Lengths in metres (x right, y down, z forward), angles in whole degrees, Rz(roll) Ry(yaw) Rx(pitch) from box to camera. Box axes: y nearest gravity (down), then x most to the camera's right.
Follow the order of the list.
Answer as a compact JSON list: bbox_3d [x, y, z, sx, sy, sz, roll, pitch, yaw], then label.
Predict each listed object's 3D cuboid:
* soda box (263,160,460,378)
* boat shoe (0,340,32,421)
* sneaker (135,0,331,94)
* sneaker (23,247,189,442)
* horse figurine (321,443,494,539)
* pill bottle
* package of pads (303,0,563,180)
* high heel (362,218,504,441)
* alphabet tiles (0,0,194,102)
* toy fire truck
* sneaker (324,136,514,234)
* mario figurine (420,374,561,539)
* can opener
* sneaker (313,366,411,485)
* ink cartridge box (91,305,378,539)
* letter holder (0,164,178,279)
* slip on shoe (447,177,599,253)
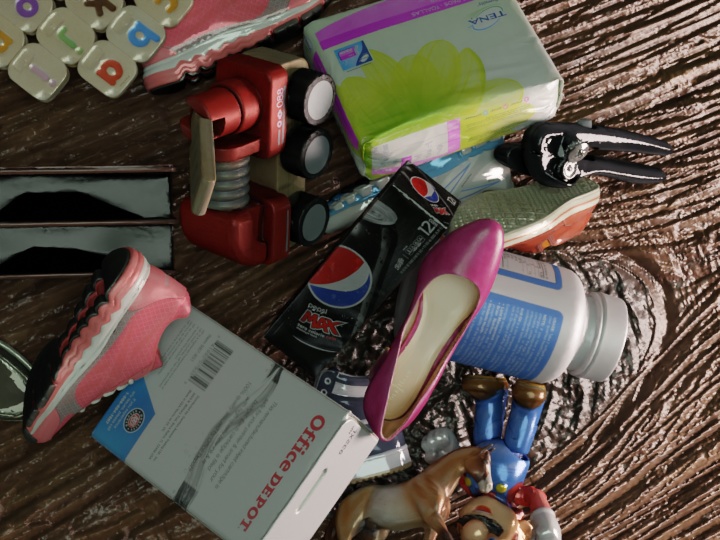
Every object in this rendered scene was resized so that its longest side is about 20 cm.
[{"bbox_3d":[0.000,0.000,1.194,0.063,0.071,0.200,38,116,-3],"label":"soda box"},{"bbox_3d":[-0.369,0.075,1.180,0.202,0.060,0.072,32,86,-10],"label":"boat shoe"},{"bbox_3d":[-0.117,-0.235,1.213,0.200,0.074,0.087,-27,93,-10],"label":"sneaker"},{"bbox_3d":[-0.216,0.079,1.139,0.087,0.074,0.200,28,111,-25],"label":"sneaker"},{"bbox_3d":[0.031,0.236,1.227,0.050,0.200,0.133,36,44,-43],"label":"horse figurine"},{"bbox_3d":[0.140,0.042,1.247,0.200,0.112,0.112,16,89,-10],"label":"pill bottle"},{"bbox_3d":[0.066,-0.179,1.218,0.200,0.068,0.155,-20,63,-9],"label":"package of pads"},{"bbox_3d":[0.063,0.051,1.131,0.067,0.096,0.200,32,111,-17],"label":"high heel"},{"bbox_3d":[-0.254,-0.252,1.194,0.196,0.015,0.200,37,84,8],"label":"alphabet tiles"},{"bbox_3d":[-0.107,-0.078,1.123,0.200,0.129,0.176,-28,130,-48],"label":"toy fire truck"},{"bbox_3d":[0.057,-0.064,1.252,0.200,0.075,0.087,-23,101,-9],"label":"sneaker"},{"bbox_3d":[0.122,0.199,1.248,0.106,0.123,0.200,7,86,-23],"label":"mario figurine"},{"bbox_3d":[0.222,-0.112,1.260,0.200,0.079,0.063,-2,116,-33],"label":"can opener"},{"bbox_3d":[-0.061,0.151,1.236,0.200,0.070,0.109,-12,90,-8],"label":"sneaker"},{"bbox_3d":[-0.109,0.144,1.165,0.200,0.084,0.145,31,82,29],"label":"ink cartridge box"},{"bbox_3d":[-0.258,-0.041,1.156,0.200,0.142,0.101,-2,92,-11],"label":"letter holder"},{"bbox_3d":[0.151,-0.041,1.231,0.200,0.074,0.061,-20,129,-47],"label":"slip on shoe"}]
